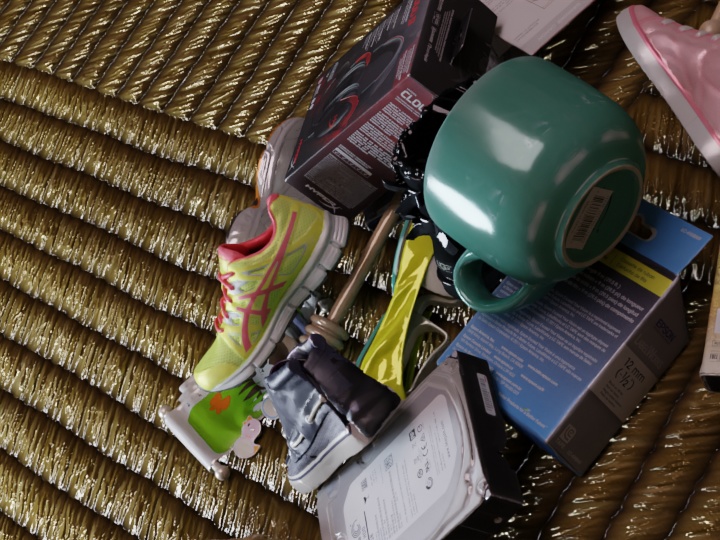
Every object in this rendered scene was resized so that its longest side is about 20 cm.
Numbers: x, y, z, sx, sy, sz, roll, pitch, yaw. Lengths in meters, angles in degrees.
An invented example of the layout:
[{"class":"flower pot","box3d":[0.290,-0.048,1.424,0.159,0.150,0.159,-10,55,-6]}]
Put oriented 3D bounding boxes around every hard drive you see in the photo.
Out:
[{"class":"hard drive","box3d":[0.039,0.174,1.288,0.200,0.038,0.140,-49,36,35]}]

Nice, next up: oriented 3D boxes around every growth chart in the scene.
[{"class":"growth chart","box3d":[-0.103,0.087,1.546,0.145,0.018,0.200,25,78,47]}]

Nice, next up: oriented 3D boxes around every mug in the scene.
[{"class":"mug","box3d":[0.141,-0.056,1.266,0.152,0.185,0.114,-39,53,-20]}]

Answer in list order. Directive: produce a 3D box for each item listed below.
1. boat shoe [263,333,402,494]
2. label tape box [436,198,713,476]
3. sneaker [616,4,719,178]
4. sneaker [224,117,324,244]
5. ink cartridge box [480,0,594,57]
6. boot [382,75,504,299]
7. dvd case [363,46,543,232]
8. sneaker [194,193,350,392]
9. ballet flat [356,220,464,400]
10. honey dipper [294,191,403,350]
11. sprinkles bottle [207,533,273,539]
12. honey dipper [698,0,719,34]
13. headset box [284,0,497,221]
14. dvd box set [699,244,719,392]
[{"class":"boat shoe","box3d":[-0.039,0.111,1.348,0.075,0.093,0.200,-48,0,-30]},{"class":"label tape box","box3d":[0.175,0.039,1.308,0.200,0.066,0.143,-49,41,-5]},{"class":"sneaker","box3d":[0.289,-0.163,1.355,0.105,0.075,0.200,-39,49,17]},{"class":"sneaker","box3d":[-0.056,-0.061,1.594,0.092,0.076,0.200,8,53,14]},{"class":"ink cartridge box","box3d":[0.186,-0.271,1.528,0.200,0.045,0.176,-41,39,-5]},{"class":"boot","box3d":[0.103,-0.088,1.369,0.073,0.163,0.198,20,60,35]},{"class":"dvd case","box3d":[0.083,-0.136,1.551,0.200,0.025,0.151,-27,45,22]},{"class":"sneaker","box3d":[-0.098,0.016,1.489,0.200,0.090,0.078,-55,17,9]},{"class":"ballet flat","box3d":[0.050,0.035,1.428,0.067,0.067,0.200,13,70,23]},{"class":"honey dipper","box3d":[0.000,0.000,1.482,0.038,0.038,0.200,22,81,48]},{"class":"sprinkles bottle","box3d":[-0.157,0.263,1.418,0.200,0.068,0.068,-11,53,34]},{"class":"honey dipper","box3d":[0.333,-0.278,1.437,0.038,0.038,0.200,16,72,46]},{"class":"headset box","box3d":[0.034,-0.156,1.474,0.200,0.075,0.149,-36,27,42]},{"class":"dvd box set","box3d":[0.328,-0.003,1.207,0.146,0.029,0.200,1,59,23]}]
